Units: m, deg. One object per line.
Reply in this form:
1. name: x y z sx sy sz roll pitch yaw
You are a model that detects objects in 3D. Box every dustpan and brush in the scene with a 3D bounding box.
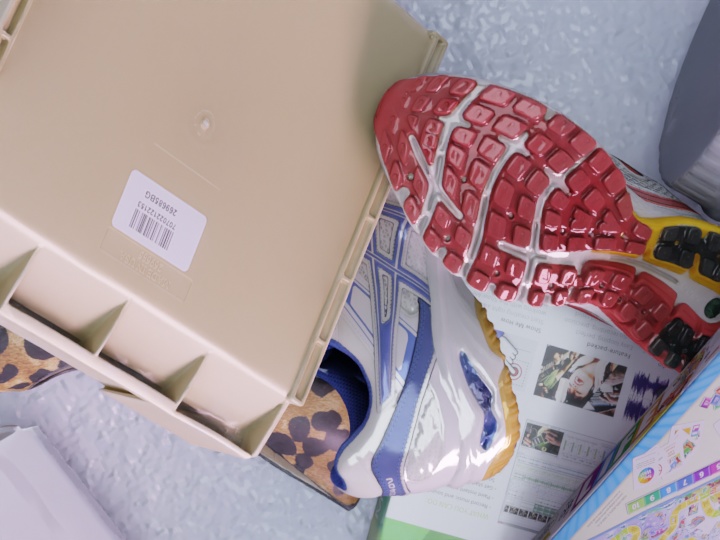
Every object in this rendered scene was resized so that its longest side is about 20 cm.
1. dustpan and brush: -0.193 0.172 0.861 0.199 0.057 0.140 -37 108 -6

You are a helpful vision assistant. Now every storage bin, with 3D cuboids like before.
1. storage bin: -0.087 -0.058 0.734 0.200 0.093 0.200 36 70 -41

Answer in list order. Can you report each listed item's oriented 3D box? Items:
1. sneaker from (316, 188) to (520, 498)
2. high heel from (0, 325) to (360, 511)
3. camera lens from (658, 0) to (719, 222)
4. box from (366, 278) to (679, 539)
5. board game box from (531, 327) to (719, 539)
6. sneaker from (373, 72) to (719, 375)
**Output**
1. sneaker: 0.000 0.000 0.816 0.087 0.075 0.202 -13 69 -13
2. high heel: -0.095 0.068 0.846 0.198 0.071 0.144 -20 93 -8
3. camera lens: 0.249 -0.064 0.814 0.198 0.160 0.161 23 92 -5
4. box: 0.090 0.077 0.877 0.143 0.036 0.202 16 92 -5
5. board game box: 0.166 0.110 0.790 0.134 0.034 0.200 37 125 1
6. sneaker: 0.084 -0.020 0.795 0.199 0.082 0.078 32 98 -25
